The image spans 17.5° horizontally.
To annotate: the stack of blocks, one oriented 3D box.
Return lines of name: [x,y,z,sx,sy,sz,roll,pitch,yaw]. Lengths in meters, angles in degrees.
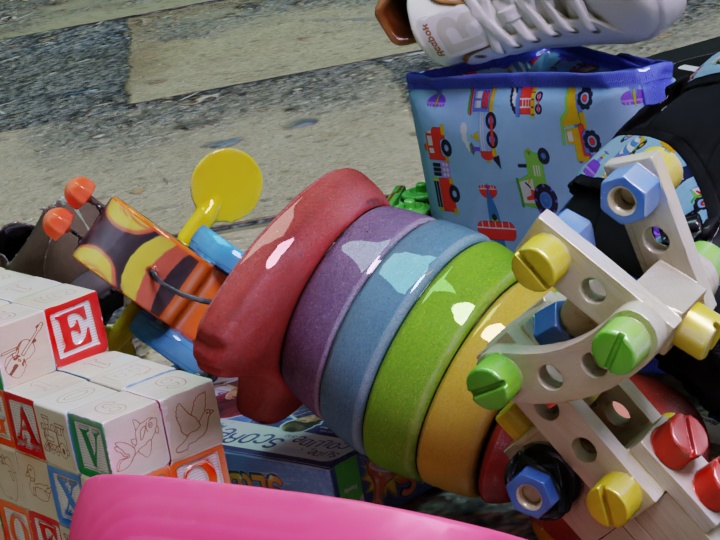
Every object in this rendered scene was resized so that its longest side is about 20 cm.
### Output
stack of blocks: [-0.140,0.069,1.064,0.059,0.115,0.200,-21,20,-33]

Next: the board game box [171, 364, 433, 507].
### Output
board game box: [-0.036,0.075,1.124,0.200,0.034,0.135,5,22,45]

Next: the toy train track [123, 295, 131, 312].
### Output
toy train track: [-0.033,0.022,1.263,0.200,0.033,0.115,-4,10,-31]

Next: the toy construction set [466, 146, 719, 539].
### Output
toy construction set: [0.116,0.067,0.841,0.092,0.200,0.131,-19,-18,-45]

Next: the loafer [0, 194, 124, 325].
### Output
loafer: [-0.174,0.005,1.301,0.073,0.071,0.200,-21,-6,-36]

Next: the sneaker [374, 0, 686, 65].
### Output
sneaker: [0.079,-0.128,1.164,0.085,0.073,0.200,-40,23,-22]

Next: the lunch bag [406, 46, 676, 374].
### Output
lunch bag: [0.114,-0.031,1.163,0.094,0.151,0.200,-16,13,-21]

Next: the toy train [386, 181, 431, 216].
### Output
toy train: [0.000,0.000,1.205,0.056,0.042,0.200,-2,20,15]

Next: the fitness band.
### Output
fitness band: [-0.013,0.109,0.852,0.200,0.037,0.144,2,-16,33]

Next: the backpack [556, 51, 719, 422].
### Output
backpack: [0.180,-0.019,0.987,0.183,0.135,0.200,-40,17,-9]

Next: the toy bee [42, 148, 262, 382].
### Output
toy bee: [-0.092,-0.007,1.103,0.131,0.109,0.200,-54,1,-23]

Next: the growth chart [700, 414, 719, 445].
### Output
growth chart: [0.235,0.051,1.077,0.200,0.018,0.145,-20,18,-35]

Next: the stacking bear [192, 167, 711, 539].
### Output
stacking bear: [0.051,0.050,0.968,0.200,0.114,0.121,30,-11,20]

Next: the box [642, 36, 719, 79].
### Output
box: [0.235,-0.061,1.269,0.200,0.124,0.149,-18,18,-22]
